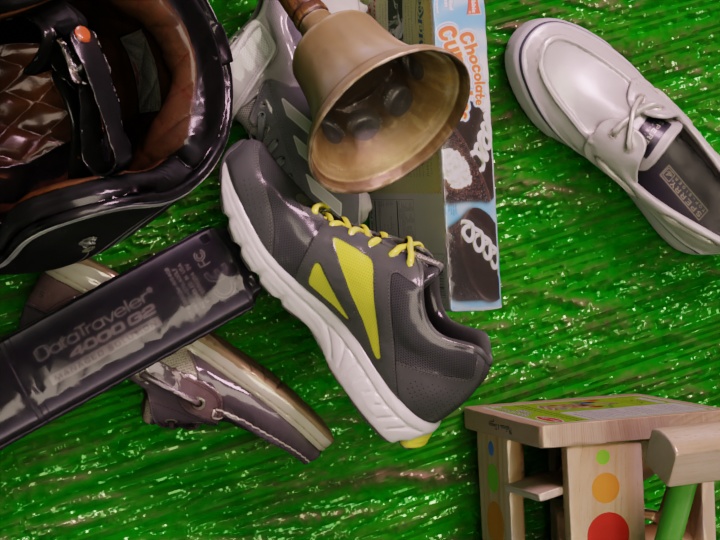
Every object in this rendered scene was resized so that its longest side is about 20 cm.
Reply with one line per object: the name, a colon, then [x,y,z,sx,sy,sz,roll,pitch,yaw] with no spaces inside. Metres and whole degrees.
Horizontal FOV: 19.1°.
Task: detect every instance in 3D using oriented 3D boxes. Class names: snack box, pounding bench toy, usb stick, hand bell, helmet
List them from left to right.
helmet: [-0.186,-0.089,1.158,0.199,0.190,0.202,18,66,-49]
usb stick: [-0.151,0.041,1.199,0.199,0.033,0.056,-29,82,-5]
hand bell: [-0.033,-0.148,1.222,0.104,0.104,0.200,-26,57,-16]
snack box: [0.039,-0.079,1.273,0.037,0.116,0.202,-5,94,-22]
pounding bench toy: [0.156,0.163,1.278,0.123,0.200,0.157,-3,92,-19]

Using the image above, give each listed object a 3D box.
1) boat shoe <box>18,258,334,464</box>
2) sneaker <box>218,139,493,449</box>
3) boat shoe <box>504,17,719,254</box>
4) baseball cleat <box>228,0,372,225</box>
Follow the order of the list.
boat shoe: [-0.109,0.061,1.254,0.199,0.072,0.065,34,89,-11]
sneaker: [0.000,0.000,1.209,0.084,0.074,0.200,-36,93,17]
boat shoe: [0.174,-0.083,1.346,0.072,0.066,0.200,-45,105,-12]
baseball cleat: [-0.043,-0.071,1.279,0.105,0.070,0.202,2,82,-11]
